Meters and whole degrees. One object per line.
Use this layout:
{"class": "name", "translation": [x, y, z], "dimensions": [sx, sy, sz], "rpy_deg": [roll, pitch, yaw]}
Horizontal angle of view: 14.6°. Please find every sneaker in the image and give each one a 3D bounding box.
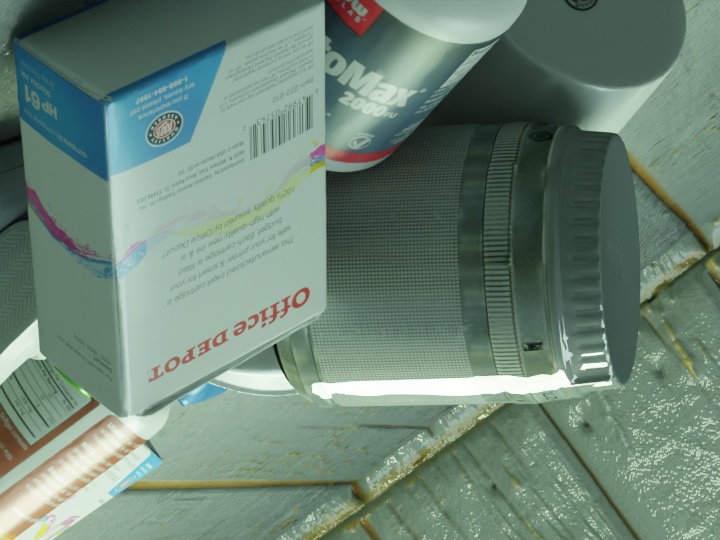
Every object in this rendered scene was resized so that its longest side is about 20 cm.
{"class": "sneaker", "translation": [-0.211, 0.049, 1.598], "dimensions": [0.200, 0.074, 0.116], "rpy_deg": [-40, 166, 17]}

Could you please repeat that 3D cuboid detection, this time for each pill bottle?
{"class": "pill bottle", "translation": [-0.201, 0.089, 1.892], "dimensions": [0.200, 0.112, 0.112], "rpy_deg": [-36, 170, 4]}
{"class": "pill bottle", "translation": [0.020, -0.152, 1.489], "dimensions": [0.119, 0.120, 0.200], "rpy_deg": [-26, 165, -43]}

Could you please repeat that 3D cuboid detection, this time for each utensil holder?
{"class": "utensil holder", "translation": [0.082, -0.119, 1.713], "dimensions": [0.170, 0.170, 0.200], "rpy_deg": [-27, 166, -40]}

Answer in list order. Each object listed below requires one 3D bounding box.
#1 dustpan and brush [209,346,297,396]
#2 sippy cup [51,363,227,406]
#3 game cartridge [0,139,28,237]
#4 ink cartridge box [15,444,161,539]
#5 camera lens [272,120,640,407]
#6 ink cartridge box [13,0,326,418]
{"class": "dustpan and brush", "translation": [-0.014, 0.029, 1.725], "dimensions": [0.057, 0.200, 0.140], "rpy_deg": [136, -28, -67]}
{"class": "sippy cup", "translation": [-0.108, 0.008, 1.778], "dimensions": [0.178, 0.130, 0.140], "rpy_deg": [-42, 168, 33]}
{"class": "game cartridge", "translation": [-0.232, -0.005, 1.583], "dimensions": [0.133, 0.042, 0.200], "rpy_deg": [-30, 170, -49]}
{"class": "ink cartridge box", "translation": [-0.256, 0.158, 2.069], "dimensions": [0.200, 0.085, 0.145], "rpy_deg": [-34, 170, -3]}
{"class": "camera lens", "translation": [0.050, -0.003, 1.604], "dimensions": [0.199, 0.160, 0.160], "rpy_deg": [-2, 178, 15]}
{"class": "ink cartridge box", "translation": [-0.094, -0.045, 1.451], "dimensions": [0.144, 0.085, 0.200], "rpy_deg": [-28, 134, -33]}
